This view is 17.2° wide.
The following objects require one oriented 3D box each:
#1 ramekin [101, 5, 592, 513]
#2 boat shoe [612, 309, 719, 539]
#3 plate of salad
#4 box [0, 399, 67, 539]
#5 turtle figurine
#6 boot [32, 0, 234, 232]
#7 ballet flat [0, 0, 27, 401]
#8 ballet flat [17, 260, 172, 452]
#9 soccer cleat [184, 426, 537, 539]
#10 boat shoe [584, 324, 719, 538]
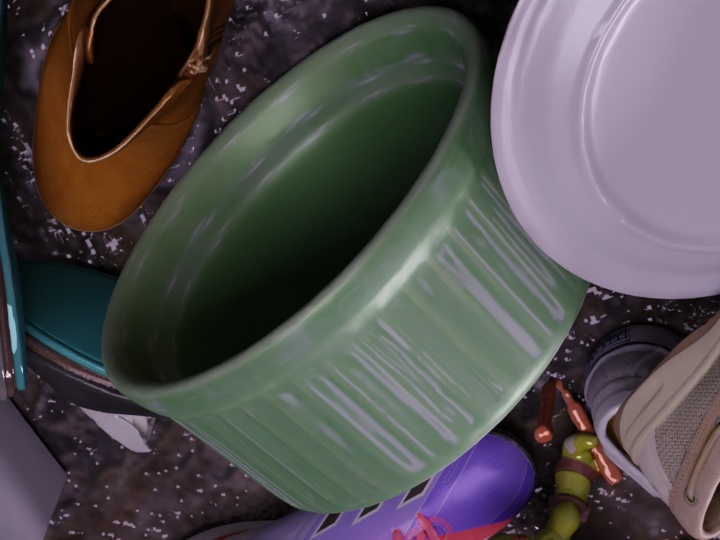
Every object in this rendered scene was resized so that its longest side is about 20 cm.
[{"bbox_3d":[0.000,0.000,0.953,0.200,0.201,0.098,-35,117,23],"label":"ramekin"},{"bbox_3d":[0.174,0.026,0.908,0.072,0.065,0.200,-1,141,-42],"label":"boat shoe"},{"bbox_3d":[0.137,-0.079,0.880,0.199,0.048,0.201,-10,125,-15],"label":"plate of salad"},{"bbox_3d":[-0.257,0.115,1.101,0.199,0.098,0.125,-26,112,20],"label":"box"},{"bbox_3d":[0.093,0.164,1.055,0.064,0.201,0.161,-16,138,34],"label":"turtle figurine"},{"bbox_3d":[-0.099,-0.072,0.951,0.070,0.144,0.202,24,119,-5],"label":"boot"},{"bbox_3d":[-0.175,-0.045,0.995,0.063,0.067,0.202,-3,96,-6],"label":"ballet flat"},{"bbox_3d":[-0.076,0.053,1.064,0.198,0.068,0.069,14,128,0],"label":"ballet flat"},{"bbox_3d":[-0.008,0.134,1.093,0.199,0.073,0.068,-24,112,18],"label":"soccer cleat"},{"bbox_3d":[0.182,0.108,1.047,0.202,0.086,0.075,39,117,-14],"label":"boat shoe"}]
